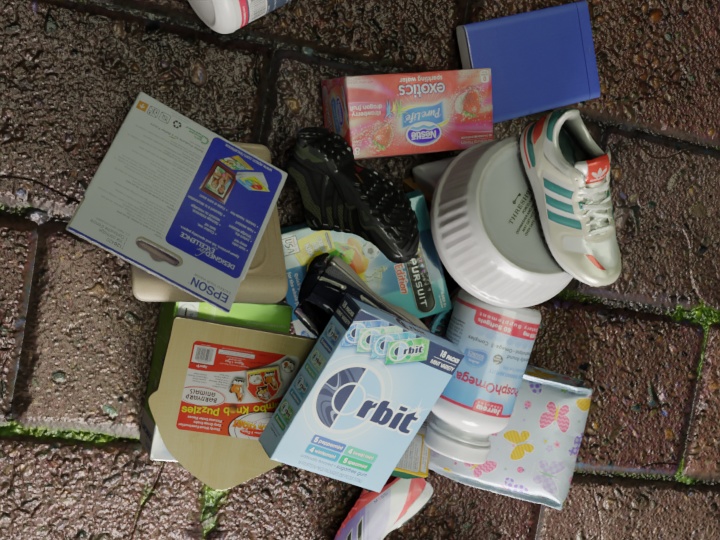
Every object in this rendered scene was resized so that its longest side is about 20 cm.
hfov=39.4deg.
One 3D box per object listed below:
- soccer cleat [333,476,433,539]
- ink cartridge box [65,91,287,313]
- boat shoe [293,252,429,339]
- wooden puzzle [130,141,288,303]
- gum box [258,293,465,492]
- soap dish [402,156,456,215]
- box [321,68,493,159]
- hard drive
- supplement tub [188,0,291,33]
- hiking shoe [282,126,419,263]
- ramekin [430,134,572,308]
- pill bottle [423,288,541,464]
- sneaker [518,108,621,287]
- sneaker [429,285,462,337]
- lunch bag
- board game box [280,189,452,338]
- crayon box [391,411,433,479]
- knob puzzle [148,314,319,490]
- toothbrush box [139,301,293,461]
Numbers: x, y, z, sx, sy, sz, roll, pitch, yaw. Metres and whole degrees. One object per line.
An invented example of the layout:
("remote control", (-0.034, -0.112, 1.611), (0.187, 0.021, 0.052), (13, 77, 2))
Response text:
("soccer cleat", (0.005, 0.333, 1.330), (0.200, 0.068, 0.073), (-40, 94, -14))
("ink cartridge box", (-0.204, -0.073, 1.131), (0.197, 0.047, 0.201), (29, 60, -14))
("boat shoe", (0.005, 0.075, 1.196), (0.199, 0.075, 0.093), (38, 37, -8))
("wooden puzzle", (-0.186, -0.056, 1.184), (0.184, 0.046, 0.202), (2, 68, -26))
("gum box", (0.004, 0.146, 1.162), (0.169, 0.045, 0.201), (25, 100, -35))
("soap dish", (0.175, -0.094, 1.297), (0.198, 0.157, 0.082), (-13, 118, -20))
("box", (0.059, -0.196, 1.264), (0.198, 0.095, 0.104), (-7, 100, -21))
("hard drive", (0.229, -0.279, 1.352), (0.198, 0.025, 0.133), (-17, 103, -23))
("supplement tub", (-0.109, -0.374, 1.150), (0.199, 0.140, 0.141), (-32, 107, -15))
("hiking shoe", (-0.013, -0.074, 1.188), (0.200, 0.101, 0.076), (48, 43, 13))
("ramekin", (0.188, -0.063, 1.162), (0.200, 0.094, 0.205), (3, 79, -17))
("pill bottle", (0.146, 0.130, 1.246), (0.108, 0.109, 0.202), (14, 95, -22))
("sneaker", (0.237, -0.080, 1.081), (0.070, 0.093, 0.201), (-18, 85, -19))
("sneaker", (0.162, 0.024, 1.336), (0.200, 0.086, 0.078), (-43, 103, -2))
("lunch bag", (0.192, 0.205, 1.350), (0.198, 0.127, 0.171), (13, 92, 4))
("board game box", (0.000, 0.000, 1.261), (0.198, 0.047, 0.152), (-16, 103, -1))
("crayon box", (0.000, 0.182, 1.278), (0.199, 0.051, 0.127), (20, 67, -30))
("knob puzzle", (-0.147, 0.158, 1.165), (0.217, 0.030, 0.222), (-4, 107, -12))
("toothbrush box", (-0.175, 0.126, 1.216), (0.144, 0.086, 0.202), (10, 94, -22))
